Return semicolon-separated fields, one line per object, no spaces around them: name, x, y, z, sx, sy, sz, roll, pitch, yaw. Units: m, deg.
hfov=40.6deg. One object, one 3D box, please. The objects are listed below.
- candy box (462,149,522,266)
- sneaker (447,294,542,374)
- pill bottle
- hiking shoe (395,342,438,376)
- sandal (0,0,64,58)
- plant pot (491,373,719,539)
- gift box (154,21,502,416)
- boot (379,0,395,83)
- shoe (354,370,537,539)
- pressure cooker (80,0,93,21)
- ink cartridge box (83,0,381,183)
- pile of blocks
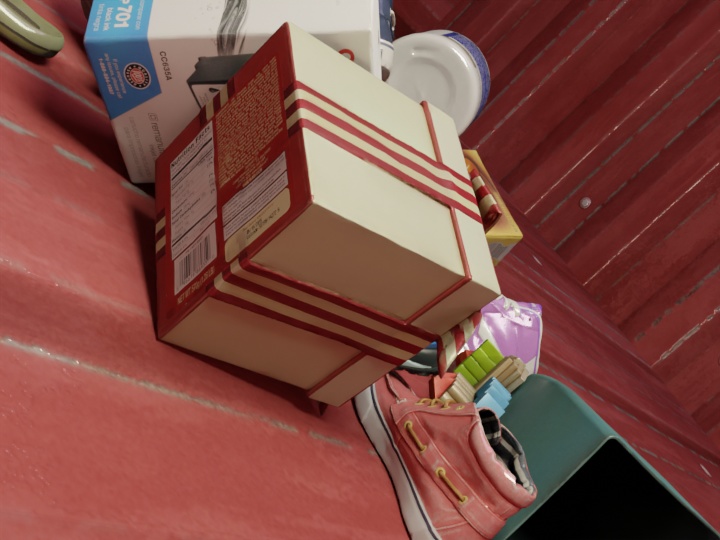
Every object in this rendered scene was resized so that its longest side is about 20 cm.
candy box;0.053;-0.063;0.955;0.198;0.057;0.117;-3;55;-35
sneaker;0.126;0.029;1.023;0.073;0.113;0.202;157;-86;-83
pill bottle;0.083;-0.206;1.084;0.120;0.120;0.200;46;20;-2
hiking shoe;0.001;0.010;0.820;0.199;0.087;0.074;36;13;12
sandal;-0.307;-0.249;0.753;0.201;0.057;0.080;39;16;-30
plant pot;0.172;0.185;0.830;0.141;0.141;0.200;42;7;-17
gift box;-0.024;-0.013;0.661;0.186;0.184;0.202;23;47;-37
boot;-0.001;-0.207;0.864;0.072;0.091;0.200;8;-2;-10
shoe;0.063;0.126;0.744;0.071;0.091;0.201;36;18;-35
pressure cooker;-0.146;-0.218;0.883;0.201;0.175;0.179;55;-2;25
ink cartridge box;-0.085;-0.146;0.723;0.147;0.198;0.087;84;6;-52
pile of blocks;0.101;0.104;0.892;0.062;0.082;0.200;47;24;0
